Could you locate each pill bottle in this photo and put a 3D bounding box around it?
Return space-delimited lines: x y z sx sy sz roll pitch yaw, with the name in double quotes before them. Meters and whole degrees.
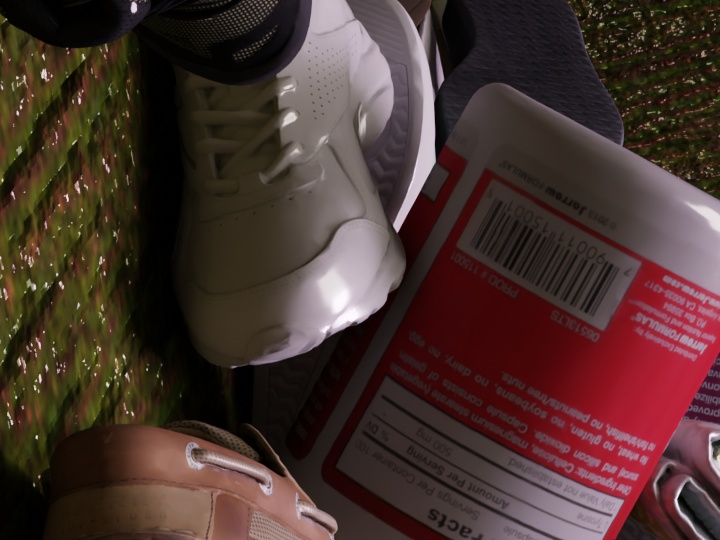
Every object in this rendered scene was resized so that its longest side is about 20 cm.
"pill bottle" 0.042 0.049 0.839 0.200 0.112 0.112 -61 174 6

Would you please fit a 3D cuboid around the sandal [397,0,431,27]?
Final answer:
"sandal" -0.029 -0.122 0.948 0.055 0.082 0.200 63 6 26

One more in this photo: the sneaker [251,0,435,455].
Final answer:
"sneaker" 0.000 0.000 0.965 0.118 0.074 0.201 21 72 -74

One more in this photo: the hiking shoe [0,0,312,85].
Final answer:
"hiking shoe" -0.068 -0.089 0.636 0.200 0.076 0.101 55 37 -55

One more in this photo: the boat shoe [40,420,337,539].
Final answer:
"boat shoe" -0.036 0.074 0.675 0.200 0.076 0.072 48 34 -79

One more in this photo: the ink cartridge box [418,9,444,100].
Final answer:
"ink cartridge box" 0.010 0.001 1.067 0.115 0.068 0.200 -77 159 -68

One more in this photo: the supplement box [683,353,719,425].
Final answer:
"supplement box" 0.122 0.079 1.140 0.131 0.103 0.200 22 81 -80

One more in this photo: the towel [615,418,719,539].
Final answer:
"towel" 0.123 0.122 0.954 0.171 0.048 0.200 54 -19 -13

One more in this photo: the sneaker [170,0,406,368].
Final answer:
"sneaker" -0.037 -0.050 0.820 0.200 0.078 0.099 -95 164 -55

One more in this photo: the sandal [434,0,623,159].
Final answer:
"sandal" 0.065 -0.064 1.036 0.200 0.076 0.043 -80 -174 -63

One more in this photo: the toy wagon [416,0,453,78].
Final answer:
"toy wagon" 0.054 -0.077 1.227 0.200 0.040 0.155 -120 -168 -81
